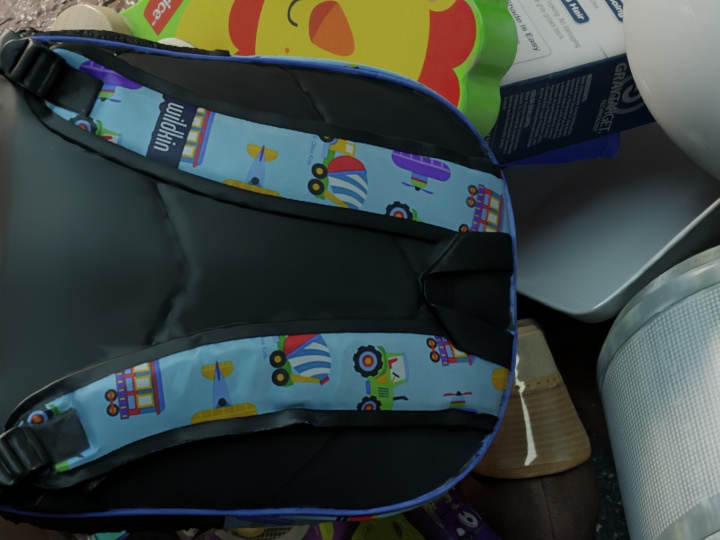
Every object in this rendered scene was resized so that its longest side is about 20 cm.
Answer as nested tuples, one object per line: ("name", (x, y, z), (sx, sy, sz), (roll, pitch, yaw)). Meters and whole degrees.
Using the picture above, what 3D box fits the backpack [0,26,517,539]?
("backpack", (-0.047, 0.010, 0.615), (0.198, 0.135, 0.185), (3, 78, -13))

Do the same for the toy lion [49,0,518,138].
("toy lion", (-0.030, -0.095, 0.714), (0.200, 0.068, 0.192), (-48, 64, 27))

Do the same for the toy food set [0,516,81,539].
("toy food set", (-0.078, 0.188, 0.643), (0.060, 0.144, 0.200), (-41, 57, -6))

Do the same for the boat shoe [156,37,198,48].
("boat shoe", (-0.122, -0.011, 0.720), (0.072, 0.201, 0.065), (43, 29, 13))

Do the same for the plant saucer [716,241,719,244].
("plant saucer", (0.269, -0.029, 0.842), (0.198, 0.028, 0.202), (-6, 54, 9))

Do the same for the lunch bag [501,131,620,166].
("lunch bag", (0.053, -0.116, 0.869), (0.149, 0.095, 0.201), (-1, 40, 0))

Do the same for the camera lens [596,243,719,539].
("camera lens", (0.191, 0.095, 0.688), (0.158, 0.161, 0.201), (-10, 54, 5))

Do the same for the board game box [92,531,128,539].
("board game box", (-0.114, 0.015, 0.823), (0.151, 0.045, 0.201), (-29, 88, -10))

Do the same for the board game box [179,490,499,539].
("board game box", (-0.025, 0.102, 0.703), (0.032, 0.121, 0.200), (-4, 41, -47))

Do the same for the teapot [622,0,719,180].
("teapot", (0.210, -0.126, 0.685), (0.200, 0.146, 0.197), (40, 61, 16))

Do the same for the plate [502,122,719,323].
("plate", (0.141, -0.044, 0.828), (0.199, 0.032, 0.200), (-38, 21, -14))

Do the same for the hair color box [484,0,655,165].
("hair color box", (0.080, -0.111, 0.786), (0.198, 0.061, 0.100), (-16, 55, -16))

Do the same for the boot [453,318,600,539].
("boot", (0.068, 0.109, 0.746), (0.072, 0.200, 0.168), (-10, 89, -2))
